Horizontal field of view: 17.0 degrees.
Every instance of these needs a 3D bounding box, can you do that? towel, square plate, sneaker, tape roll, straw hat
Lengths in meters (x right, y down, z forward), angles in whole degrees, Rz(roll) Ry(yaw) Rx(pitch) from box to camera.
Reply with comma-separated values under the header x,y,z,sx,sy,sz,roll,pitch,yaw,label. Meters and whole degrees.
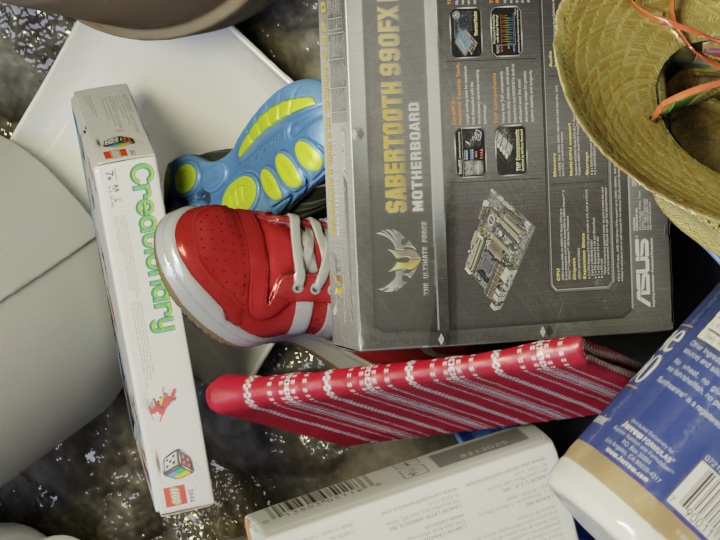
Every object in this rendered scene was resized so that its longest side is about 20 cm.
x,y,z,sx,sy,sz,roll,pitch,yaw,label
0.041,0.057,1.172,0.199,0.144,0.023,-9,76,26,towel
-0.093,-0.056,1.334,0.198,0.028,0.200,43,127,9,square plate
-0.041,-0.040,1.242,0.199,0.082,0.071,-31,64,51,sneaker
-0.251,0.033,1.386,0.202,0.139,0.204,23,131,30,tape roll
0.000,0.000,1.166,0.112,0.200,0.072,-22,62,34,sneaker
0.170,-0.056,1.078,0.200,0.201,0.085,30,138,18,straw hat

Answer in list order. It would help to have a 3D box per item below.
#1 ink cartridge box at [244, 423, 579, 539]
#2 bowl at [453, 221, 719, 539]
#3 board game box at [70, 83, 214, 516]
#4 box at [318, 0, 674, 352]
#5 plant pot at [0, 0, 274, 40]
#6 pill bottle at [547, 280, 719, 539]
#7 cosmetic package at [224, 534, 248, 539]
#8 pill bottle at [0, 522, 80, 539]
x,y,z,sx,sy,sz,roll,pitch,yaw,label
0.043,0.196,1.238,0.050,0.161,0.201,-140,35,-69,ink cartridge box
0.129,0.046,1.231,0.200,0.039,0.202,14,118,28,bowl
-0.117,0.014,1.290,0.034,0.126,0.201,-11,113,-8,board game box
0.063,-0.066,1.122,0.048,0.157,0.201,-171,77,-74,box
-0.137,-0.204,1.184,0.199,0.173,0.201,7,105,26,plant pot
0.189,0.060,1.101,0.111,0.111,0.200,42,85,9,pill bottle
-0.037,0.183,1.346,0.199,0.113,0.082,-15,87,35,cosmetic package
-0.250,0.220,1.509,0.199,0.109,0.110,-18,101,37,pill bottle
